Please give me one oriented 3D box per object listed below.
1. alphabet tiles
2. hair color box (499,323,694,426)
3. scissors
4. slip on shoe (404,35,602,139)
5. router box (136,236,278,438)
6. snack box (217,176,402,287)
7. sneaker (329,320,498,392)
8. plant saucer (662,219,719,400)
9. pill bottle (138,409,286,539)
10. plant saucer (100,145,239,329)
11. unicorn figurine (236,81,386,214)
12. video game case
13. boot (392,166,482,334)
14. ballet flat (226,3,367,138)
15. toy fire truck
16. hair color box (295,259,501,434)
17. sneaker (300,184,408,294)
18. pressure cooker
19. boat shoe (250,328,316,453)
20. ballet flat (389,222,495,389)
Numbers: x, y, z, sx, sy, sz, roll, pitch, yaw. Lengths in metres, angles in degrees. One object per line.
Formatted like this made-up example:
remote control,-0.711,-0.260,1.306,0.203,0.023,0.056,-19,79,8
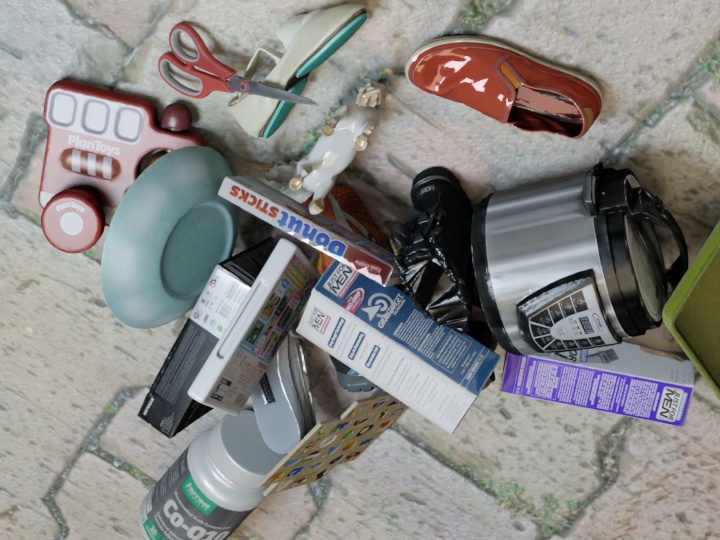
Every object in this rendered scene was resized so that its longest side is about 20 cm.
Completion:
alphabet tiles,-0.027,0.198,1.875,0.200,0.166,0.006,-47,66,36
hair color box,0.256,0.093,1.739,0.199,0.110,0.065,11,128,4
scissors,-0.125,-0.183,1.625,0.199,0.014,0.074,31,124,22
slip on shoe,0.139,-0.177,1.588,0.199,0.061,0.074,17,131,2
router box,-0.149,0.071,1.742,0.051,0.149,0.201,34,110,10
snack box,-0.046,-0.042,1.642,0.199,0.072,0.024,29,100,14
sneaker,0.055,0.082,1.802,0.199,0.073,0.082,-12,119,19
plant saucer,0.384,0.032,1.624,0.048,0.200,0.200,15,153,50
pill bottle,-0.178,0.262,1.970,0.113,0.113,0.200,32,127,-12
plant saucer,-0.180,-0.027,1.658,0.039,0.201,0.202,25,136,32
unicorn figurine,-0.038,-0.117,1.649,0.200,0.137,0.074,-35,104,17
video game case,-0.107,0.064,1.693,0.024,0.200,0.183,30,85,10
boot,0.102,0.003,1.669,0.073,0.163,0.199,-23,120,20
ballet flat,-0.070,-0.211,1.614,0.069,0.070,0.200,33,128,-13
toy fire truck,-0.244,-0.103,1.716,0.199,0.112,0.169,13,111,2
hair color box,0.038,0.076,1.681,0.199,0.061,0.100,33,148,5
sneaker,0.000,0.000,1.751,0.077,0.073,0.201,-24,102,31
pressure cooker,0.225,-0.013,1.623,0.199,0.176,0.180,-11,90,20
boat shoe,-0.088,0.101,1.853,0.074,0.086,0.203,-15,94,29
ballet flat,0.079,0.043,1.735,0.046,0.067,0.201,-28,96,18
